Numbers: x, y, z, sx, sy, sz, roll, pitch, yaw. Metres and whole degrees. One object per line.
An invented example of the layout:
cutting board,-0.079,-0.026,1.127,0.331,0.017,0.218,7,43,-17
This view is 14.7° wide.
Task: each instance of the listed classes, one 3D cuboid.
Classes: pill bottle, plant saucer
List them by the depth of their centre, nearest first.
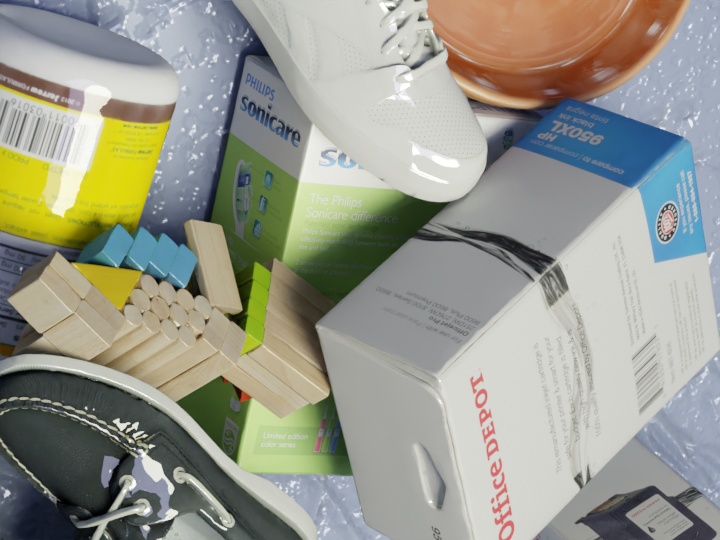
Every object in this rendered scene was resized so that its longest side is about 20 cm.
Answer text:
pill bottle,-0.164,-0.019,1.337,0.109,0.109,0.200,11,105,-31
plant saucer,0.084,-0.182,1.422,0.200,0.032,0.200,-1,92,-26

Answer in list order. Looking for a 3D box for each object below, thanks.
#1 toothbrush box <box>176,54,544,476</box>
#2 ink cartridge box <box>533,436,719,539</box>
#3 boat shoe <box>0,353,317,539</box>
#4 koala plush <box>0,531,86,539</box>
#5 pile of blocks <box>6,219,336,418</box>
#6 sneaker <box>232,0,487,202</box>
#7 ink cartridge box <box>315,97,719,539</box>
toothbrush box,0.000,0.000,1.447,0.146,0.086,0.200,2,110,-31
ink cartridge box,0.180,0.202,1.561,0.084,0.200,0.145,-26,120,-14
boat shoe,-0.095,0.107,1.278,0.200,0.060,0.076,32,131,-30
koala plush,-0.127,0.173,1.405,0.200,0.177,0.184,-20,115,-31
pile of blocks,-0.097,0.023,1.318,0.062,0.082,0.200,-31,150,34
sneaker,0.009,-0.133,1.326,0.200,0.116,0.074,50,44,1
ink cartridge box,0.081,0.033,1.381,0.200,0.084,0.145,-42,137,-30
